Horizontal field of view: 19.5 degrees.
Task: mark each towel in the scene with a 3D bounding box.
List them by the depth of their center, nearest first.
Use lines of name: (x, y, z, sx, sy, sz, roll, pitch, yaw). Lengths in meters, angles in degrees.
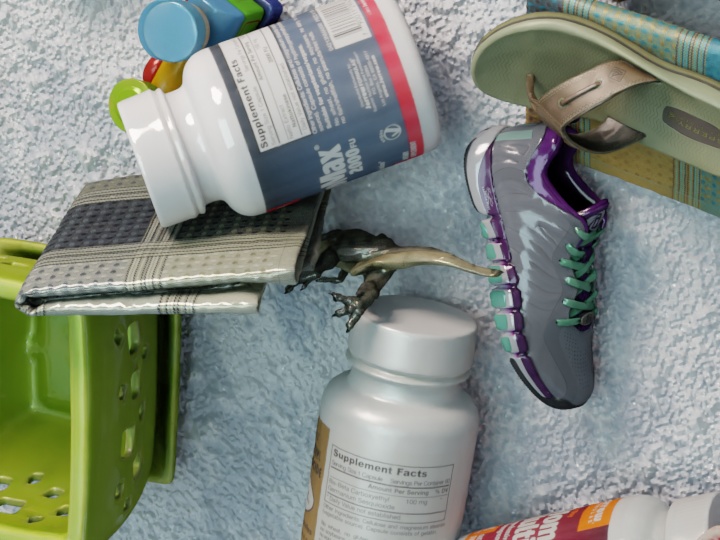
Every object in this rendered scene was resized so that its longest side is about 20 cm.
towel: (0.197, -0.104, 1.358, 0.199, 0.022, 0.147, 22, 143, 22)
towel: (-0.120, -0.021, 1.458, 0.198, 0.193, 0.035, -5, 115, 10)

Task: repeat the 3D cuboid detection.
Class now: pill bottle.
pill bottle: (-0.056, -0.105, 1.422, 0.199, 0.120, 0.120, -20, 92, -4)
pill bottle: (0.165, 0.215, 1.432, 0.199, 0.109, 0.110, -17, 93, 29)
pill bottle: (0.024, 0.126, 1.481, 0.114, 0.114, 0.201, 16, 108, 23)

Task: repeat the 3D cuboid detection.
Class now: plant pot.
plant pot: (-0.239, 0.082, 1.567, 0.198, 0.181, 0.202, 9, 105, 24)

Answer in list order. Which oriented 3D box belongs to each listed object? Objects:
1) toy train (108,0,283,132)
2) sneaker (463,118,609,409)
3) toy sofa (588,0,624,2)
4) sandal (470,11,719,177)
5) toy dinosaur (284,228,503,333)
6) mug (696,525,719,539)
toy train: (-0.141, -0.118, 1.510, 0.085, 0.116, 0.201, 39, 115, 15)
sneaker: (0.134, -0.004, 1.409, 0.087, 0.074, 0.201, -12, 100, 41)
toy sofa: (0.160, -0.276, 1.353, 0.083, 0.097, 0.201, -10, 98, 51)
sandal: (0.157, -0.105, 1.324, 0.200, 0.057, 0.080, 22, 143, 23)
toy dinosaur: (0.000, 0.000, 1.447, 0.199, 0.088, 0.048, 10, 122, 52)
mug: (0.299, 0.224, 1.323, 0.199, 0.178, 0.134, 17, 127, -13)
